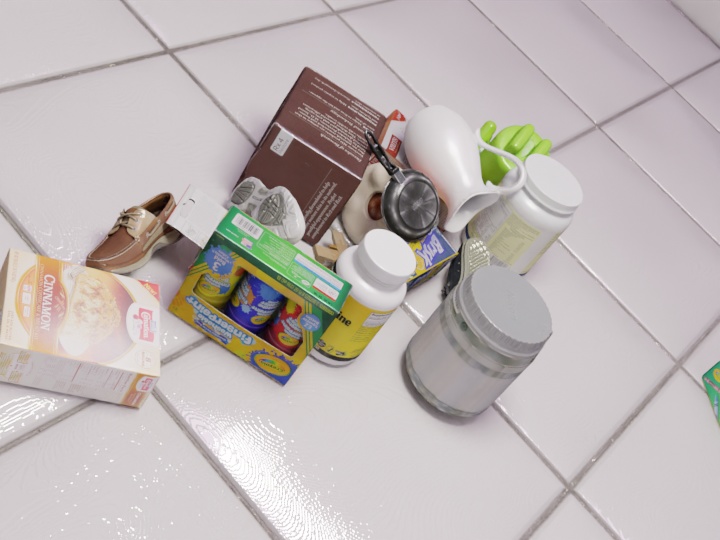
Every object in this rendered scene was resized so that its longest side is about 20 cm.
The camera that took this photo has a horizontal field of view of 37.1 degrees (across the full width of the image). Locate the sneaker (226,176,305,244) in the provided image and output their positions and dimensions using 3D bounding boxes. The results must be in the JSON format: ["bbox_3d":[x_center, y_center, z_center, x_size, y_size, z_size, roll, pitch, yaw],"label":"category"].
[{"bbox_3d":[-0.121,-0.077,1.624,0.099,0.078,0.200,42,-2,-34],"label":"sneaker"}]

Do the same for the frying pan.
[{"bbox_3d":[0.076,-0.140,1.704,0.114,0.031,0.192,-18,102,-32],"label":"frying pan"}]

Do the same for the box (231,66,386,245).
[{"bbox_3d":[-0.081,-0.188,1.746,0.163,0.166,0.201,31,39,-10],"label":"box"}]

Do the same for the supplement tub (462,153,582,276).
[{"bbox_3d":[0.288,-0.093,1.910,0.144,0.200,0.146,21,41,-19],"label":"supplement tub"}]

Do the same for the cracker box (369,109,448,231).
[{"bbox_3d":[0.108,-0.182,1.950,0.199,0.058,0.134,39,38,-14],"label":"cracker box"}]

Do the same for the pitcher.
[{"bbox_3d":[0.176,-0.191,1.845,0.201,0.170,0.121,64,2,21],"label":"pitcher"}]

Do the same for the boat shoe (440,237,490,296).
[{"bbox_3d":[0.176,0.039,1.806,0.074,0.062,0.202,25,55,-22],"label":"boat shoe"}]

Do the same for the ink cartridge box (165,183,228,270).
[{"bbox_3d":[-0.196,-0.025,1.567,0.199,0.050,0.109,38,36,-13],"label":"ink cartridge box"}]

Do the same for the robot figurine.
[{"bbox_3d":[0.278,-0.194,2.018,0.175,0.200,0.116,39,61,-1],"label":"robot figurine"}]

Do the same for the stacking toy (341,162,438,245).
[{"bbox_3d":[0.076,-0.095,1.834,0.199,0.146,0.147,12,41,-54],"label":"stacking toy"}]

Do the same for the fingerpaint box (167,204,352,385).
[{"bbox_3d":[-0.140,0.038,1.474,0.199,0.167,0.074,34,36,-5],"label":"fingerpaint box"}]

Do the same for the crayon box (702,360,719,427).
[{"bbox_3d":[0.724,0.274,1.996,0.118,0.058,0.201,17,43,-23],"label":"crayon box"}]

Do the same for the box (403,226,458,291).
[{"bbox_3d":[0.078,-0.011,1.742,0.070,0.064,0.200,50,32,8],"label":"box"}]

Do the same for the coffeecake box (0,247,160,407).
[{"bbox_3d":[-0.356,0.073,1.346,0.198,0.073,0.155,15,42,-26],"label":"coffeecake box"}]

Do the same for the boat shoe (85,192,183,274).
[{"bbox_3d":[-0.316,-0.053,1.487,0.075,0.073,0.200,5,26,21],"label":"boat shoe"}]

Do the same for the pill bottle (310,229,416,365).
[{"bbox_3d":[-0.004,0.037,1.552,0.112,0.200,0.113,21,40,-19],"label":"pill bottle"}]

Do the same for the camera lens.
[{"bbox_3d":[0.173,0.110,1.617,0.159,0.200,0.161,21,41,-19],"label":"camera lens"}]

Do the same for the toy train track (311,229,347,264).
[{"bbox_3d":[0.000,0.000,1.732,0.199,0.033,0.115,17,42,-35],"label":"toy train track"}]
